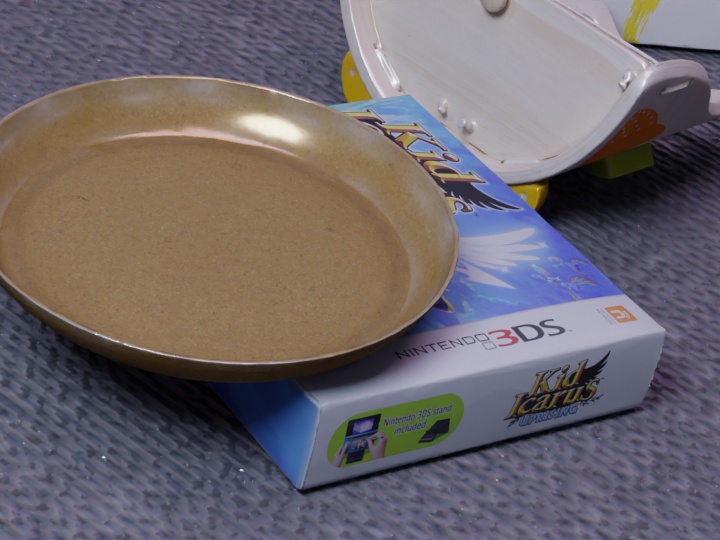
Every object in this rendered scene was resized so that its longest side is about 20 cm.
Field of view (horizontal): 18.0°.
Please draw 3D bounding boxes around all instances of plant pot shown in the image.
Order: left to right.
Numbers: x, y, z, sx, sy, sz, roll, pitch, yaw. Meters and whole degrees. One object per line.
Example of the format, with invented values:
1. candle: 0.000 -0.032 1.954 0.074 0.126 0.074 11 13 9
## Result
1. plant pot: -0.060 -0.015 0.908 0.198 0.028 0.201 8 35 -5

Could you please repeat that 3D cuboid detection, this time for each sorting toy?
1. sorting toy: 0.105 -0.105 1.141 0.179 0.108 0.200 -10 39 -46

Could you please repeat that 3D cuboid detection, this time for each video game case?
1. video game case: 0.000 0.000 0.974 0.180 0.046 0.200 -10 40 -35

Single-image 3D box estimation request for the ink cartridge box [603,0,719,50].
1. ink cartridge box: 0.166 -0.211 1.294 0.198 0.126 0.129 2 34 -19
